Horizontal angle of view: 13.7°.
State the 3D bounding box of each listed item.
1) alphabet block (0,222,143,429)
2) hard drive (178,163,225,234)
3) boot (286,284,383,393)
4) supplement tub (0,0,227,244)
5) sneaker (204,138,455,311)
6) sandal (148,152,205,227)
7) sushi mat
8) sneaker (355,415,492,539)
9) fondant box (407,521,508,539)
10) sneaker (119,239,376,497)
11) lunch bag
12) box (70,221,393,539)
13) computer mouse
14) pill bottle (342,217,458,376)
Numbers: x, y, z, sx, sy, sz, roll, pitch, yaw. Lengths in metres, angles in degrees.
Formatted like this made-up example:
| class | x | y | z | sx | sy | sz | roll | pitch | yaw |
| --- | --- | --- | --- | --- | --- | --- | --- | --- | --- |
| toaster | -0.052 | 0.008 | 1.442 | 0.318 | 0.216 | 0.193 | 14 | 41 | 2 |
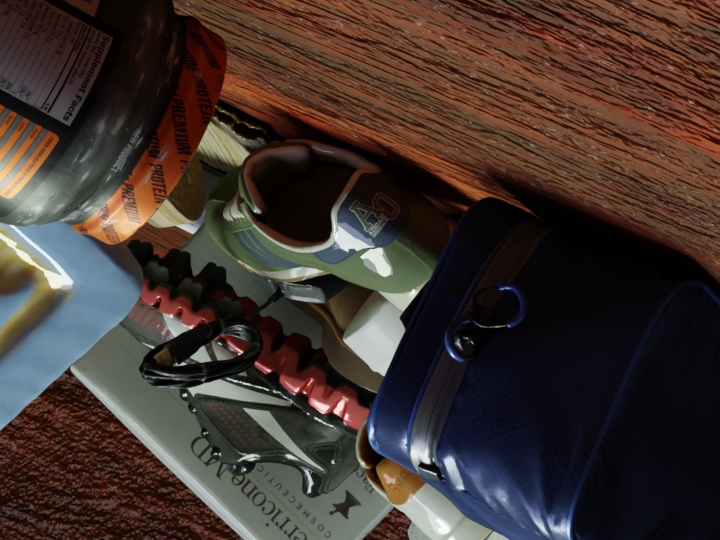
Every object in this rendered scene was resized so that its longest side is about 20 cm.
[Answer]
| class | x | y | z | sx | sy | sz | roll | pitch | yaw |
| --- | --- | --- | --- | --- | --- | --- | --- | --- | --- |
| alphabet block | -0.252 | -0.029 | 1.440 | 0.195 | 0.196 | 0.200 | 46 | -174 | -36 |
| hard drive | -0.076 | -0.031 | 1.916 | 0.131 | 0.027 | 0.200 | 26 | 175 | 5 |
| boot | 0.000 | 0.000 | 1.691 | 0.073 | 0.076 | 0.200 | 15 | -165 | -26 |
| supplement tub | -0.160 | -0.097 | 1.169 | 0.200 | 0.123 | 0.122 | 29 | 174 | -22 |
| sneaker | -0.030 | -0.036 | 1.476 | 0.090 | 0.067 | 0.200 | 39 | 168 | -36 |
| sandal | -0.103 | -0.080 | 1.455 | 0.069 | 0.078 | 0.212 | -10 | 158 | 17 |
| sushi mat | -0.082 | -0.073 | 1.614 | 0.095 | 0.012 | 0.200 | 27 | 175 | 9 |
| sneaker | 0.043 | 0.095 | 1.646 | 0.085 | 0.073 | 0.200 | 40 | -174 | -3 |
| fondant box | 0.088 | 0.137 | 1.795 | 0.058 | 0.145 | 0.200 | 19 | -166 | -11 |
| sneaker | -0.076 | 0.059 | 1.691 | 0.200 | 0.098 | 0.071 | 30 | -165 | 4 |
| lunch bag | 0.090 | 0.056 | 1.354 | 0.132 | 0.136 | 0.200 | 23 | 172 | 32 |
| box | -0.061 | 0.085 | 1.839 | 0.199 | 0.131 | 0.200 | 43 | 175 | 2 |
| computer mouse | -0.049 | 0.006 | 1.558 | 0.058 | 0.034 | 0.200 | 18 | -146 | 24 |
| pill bottle | 0.091 | 0.071 | 1.512 | 0.200 | 0.113 | 0.113 | 42 | 173 | -5 |
